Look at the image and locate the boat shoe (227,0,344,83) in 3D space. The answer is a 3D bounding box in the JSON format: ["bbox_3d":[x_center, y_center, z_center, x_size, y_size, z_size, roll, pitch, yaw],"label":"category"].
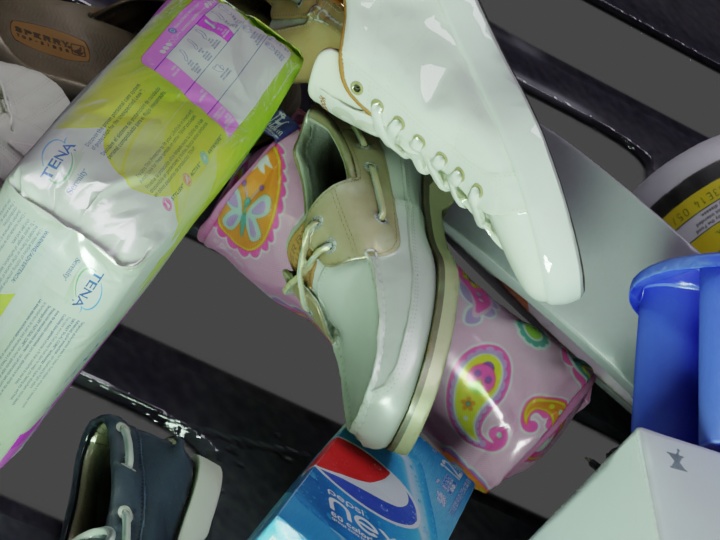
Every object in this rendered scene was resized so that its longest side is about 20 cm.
[{"bbox_3d":[-0.017,-0.112,1.162,0.072,0.076,0.200,57,-7,-33],"label":"boat shoe"}]

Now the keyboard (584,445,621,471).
[{"bbox_3d":[0.176,0.131,1.145,0.127,0.021,0.200,24,14,-20],"label":"keyboard"}]

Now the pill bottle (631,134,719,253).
[{"bbox_3d":[0.225,0.033,1.276,0.112,0.113,0.200,-4,53,-42],"label":"pill bottle"}]

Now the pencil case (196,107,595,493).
[{"bbox_3d":[0.017,0.014,1.143,0.200,0.088,0.087,43,37,6],"label":"pencil case"}]

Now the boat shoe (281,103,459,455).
[{"bbox_3d":[0.000,0.000,1.039,0.068,0.075,0.200,17,35,-13],"label":"boat shoe"}]

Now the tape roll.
[{"bbox_3d":[0.124,0.015,1.154,0.200,0.066,0.200,42,-1,1],"label":"tape roll"}]

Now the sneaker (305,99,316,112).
[{"bbox_3d":[0.007,-0.104,1.249,0.114,0.075,0.201,9,47,-56],"label":"sneaker"}]

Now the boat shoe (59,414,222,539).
[{"bbox_3d":[-0.103,0.126,0.933,0.062,0.075,0.200,32,36,-11],"label":"boat shoe"}]

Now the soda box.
[{"bbox_3d":[-0.010,0.115,0.973,0.064,0.068,0.200,40,14,1],"label":"soda box"}]

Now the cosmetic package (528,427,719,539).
[{"bbox_3d":[0.144,0.188,0.972,0.199,0.200,0.123,18,41,-25],"label":"cosmetic package"}]

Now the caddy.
[{"bbox_3d":[0.204,0.045,0.998,0.199,0.141,0.105,15,74,-16],"label":"caddy"}]

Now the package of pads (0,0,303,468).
[{"bbox_3d":[-0.110,-0.021,1.014,0.068,0.155,0.200,36,37,-3],"label":"package of pads"}]

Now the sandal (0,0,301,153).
[{"bbox_3d":[-0.103,-0.108,1.191,0.199,0.054,0.081,12,44,-39],"label":"sandal"}]

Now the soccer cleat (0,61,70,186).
[{"bbox_3d":[-0.199,-0.071,1.056,0.199,0.078,0.069,-7,56,-44],"label":"soccer cleat"}]

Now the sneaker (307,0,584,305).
[{"bbox_3d":[0.030,-0.062,1.037,0.084,0.073,0.201,-24,67,-1],"label":"sneaker"}]
